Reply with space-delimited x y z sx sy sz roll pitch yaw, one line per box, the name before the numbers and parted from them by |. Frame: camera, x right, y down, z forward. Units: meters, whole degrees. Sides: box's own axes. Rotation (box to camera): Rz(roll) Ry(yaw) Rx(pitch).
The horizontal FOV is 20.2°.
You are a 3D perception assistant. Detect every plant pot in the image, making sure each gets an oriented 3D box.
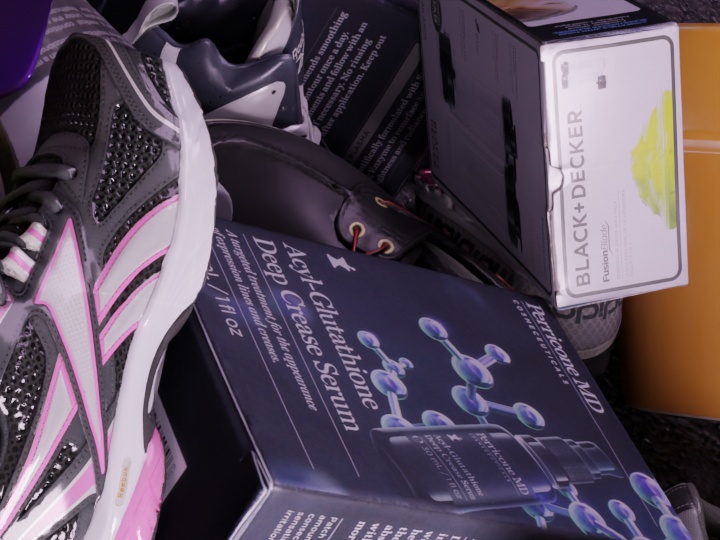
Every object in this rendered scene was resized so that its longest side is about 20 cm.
plant pot | 0.203 -0.016 1.012 0.199 0.184 0.200 6 -2 0

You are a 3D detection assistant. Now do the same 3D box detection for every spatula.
spatula | -0.130 -0.023 0.741 0.021 0.056 0.201 6 80 -43

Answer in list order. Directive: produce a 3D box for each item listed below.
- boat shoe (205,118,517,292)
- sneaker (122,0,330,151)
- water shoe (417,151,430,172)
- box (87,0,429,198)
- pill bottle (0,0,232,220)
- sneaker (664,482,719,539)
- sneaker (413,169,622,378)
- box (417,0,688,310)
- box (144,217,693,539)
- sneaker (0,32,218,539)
boat shoe | 0.001 -0.002 0.889 0.201 0.074 0.063 35 -8 -24
sneaker | -0.033 -0.067 0.932 0.199 0.130 0.080 24 30 -18
water shoe | 0.100 -0.061 1.134 0.200 0.072 0.079 33 25 -2
box | -0.065 -0.155 1.053 0.200 0.118 0.197 18 30 -30
pill bottle | -0.146 -0.068 0.830 0.200 0.111 0.111 44 29 20
sneaker | 0.194 0.155 0.879 0.200 0.079 0.074 25 26 -19
sneaker | 0.076 0.001 1.014 0.073 0.088 0.200 -5 17 -19
box | 0.081 -0.071 0.904 0.060 0.117 0.200 -9 19 -10
box | -0.001 0.078 0.759 0.200 0.107 0.149 14 33 -36
sneaker | -0.107 0.011 0.678 0.086 0.080 0.201 16 71 -38
